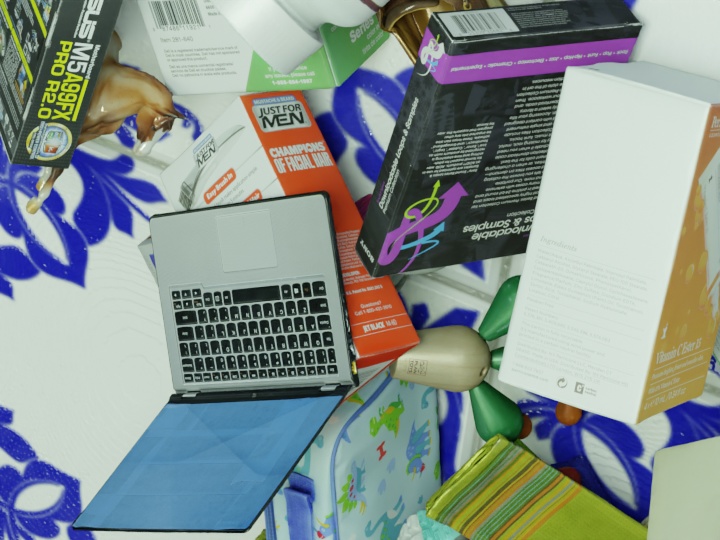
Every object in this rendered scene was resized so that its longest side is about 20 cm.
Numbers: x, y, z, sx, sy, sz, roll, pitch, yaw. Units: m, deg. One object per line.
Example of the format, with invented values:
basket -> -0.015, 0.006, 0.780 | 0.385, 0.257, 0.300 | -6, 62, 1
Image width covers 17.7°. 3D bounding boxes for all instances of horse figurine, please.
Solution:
horse figurine -> -0.201, -0.128, 1.643 | 0.050, 0.200, 0.133 | 27, 116, -36

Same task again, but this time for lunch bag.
lunch bag -> -0.009, 0.154, 1.698 | 0.082, 0.161, 0.201 | 14, 128, 26

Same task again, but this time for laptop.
laptop -> -0.106, 0.061, 1.522 | 0.187, 0.116, 0.201 | -6, 94, 46

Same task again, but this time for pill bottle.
pill bottle -> -0.002, -0.220, 1.416 | 0.200, 0.110, 0.110 | -42, 94, 9

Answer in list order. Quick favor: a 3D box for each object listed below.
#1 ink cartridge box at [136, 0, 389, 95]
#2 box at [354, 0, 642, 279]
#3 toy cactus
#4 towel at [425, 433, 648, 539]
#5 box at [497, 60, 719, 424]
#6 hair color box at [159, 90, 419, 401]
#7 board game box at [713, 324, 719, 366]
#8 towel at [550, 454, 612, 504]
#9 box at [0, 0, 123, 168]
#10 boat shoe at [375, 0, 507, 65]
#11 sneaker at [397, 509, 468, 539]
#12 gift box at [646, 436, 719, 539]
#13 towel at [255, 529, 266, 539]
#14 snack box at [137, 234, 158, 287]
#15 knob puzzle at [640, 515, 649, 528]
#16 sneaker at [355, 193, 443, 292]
ink cartridge box -> -0.083, -0.225, 1.541 | 0.144, 0.084, 0.201 | 0, 121, 34
box -> 0.085, -0.084, 1.493 | 0.036, 0.142, 0.201 | 57, 143, 37
toy cactus -> 0.103, 0.069, 1.581 | 0.164, 0.103, 0.201 | 2, 126, -11
towel -> 0.147, 0.190, 1.603 | 0.199, 0.018, 0.086 | 33, 122, -16
box -> 0.171, -0.021, 1.435 | 0.097, 0.124, 0.201 | 17, 104, 25
hair color box -> -0.050, -0.010, 1.579 | 0.111, 0.064, 0.201 | -39, 70, 43
board game box -> 0.311, 0.019, 1.476 | 0.199, 0.040, 0.153 | -20, 107, 40
towel -> 0.153, 0.237, 1.728 | 0.147, 0.050, 0.201 | -21, 107, 30
box -> -0.221, -0.192, 1.586 | 0.161, 0.044, 0.200 | -66, 33, 33
boat shoe -> 0.040, -0.187, 1.498 | 0.072, 0.068, 0.201 | -20, 107, 41
sneaker -> 0.070, 0.243, 1.690 | 0.091, 0.078, 0.201 | -4, 136, -11
gift box -> 0.274, 0.227, 1.498 | 0.199, 0.187, 0.185 | -20, 126, 27
towel -> -0.002, 0.284, 1.873 | 0.199, 0.018, 0.086 | 26, 135, 15
snack box -> -0.098, 0.057, 1.784 | 0.072, 0.024, 0.201 | -10, 114, 39
knob puzzle -> 0.245, 0.256, 1.661 | 0.218, 0.030, 0.221 | 4, 113, 9
sneaker -> 0.000, 0.000, 1.650 | 0.199, 0.081, 0.089 | -8, 117, 46
